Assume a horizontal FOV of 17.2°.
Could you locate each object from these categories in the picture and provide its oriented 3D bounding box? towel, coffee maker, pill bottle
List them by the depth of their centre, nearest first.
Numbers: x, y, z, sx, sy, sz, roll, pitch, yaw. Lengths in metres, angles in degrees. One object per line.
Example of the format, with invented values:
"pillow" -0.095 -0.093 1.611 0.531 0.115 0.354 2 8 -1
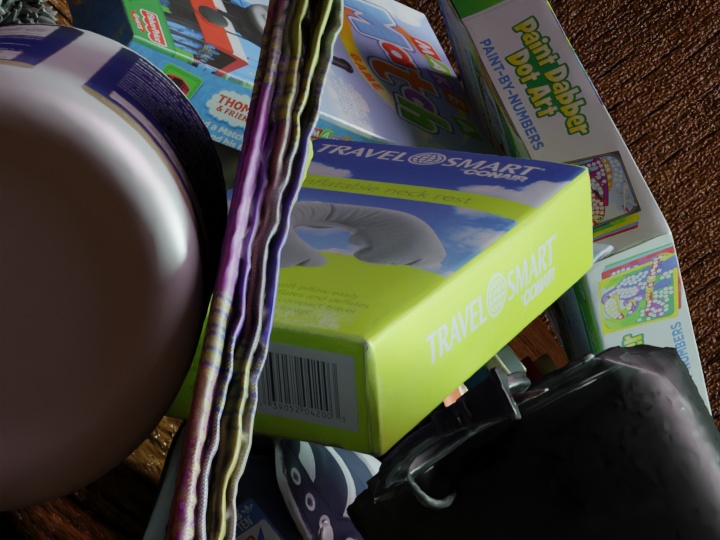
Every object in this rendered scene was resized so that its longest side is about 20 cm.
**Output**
"towel" -0.033 0.028 0.651 0.144 0.023 0.200 104 -4 -68
"pill bottle" -0.096 -0.011 0.683 0.116 0.116 0.200 52 7 -8
"coffee maker" 0.084 0.136 0.711 0.192 0.135 0.200 -4 62 -60

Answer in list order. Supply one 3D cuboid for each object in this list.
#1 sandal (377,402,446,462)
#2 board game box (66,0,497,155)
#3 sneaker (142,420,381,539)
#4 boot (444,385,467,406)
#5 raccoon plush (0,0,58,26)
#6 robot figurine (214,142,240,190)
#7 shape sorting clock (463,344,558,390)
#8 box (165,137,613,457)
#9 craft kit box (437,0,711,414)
"sandal" 0.044 0.099 1.119 0.080 0.054 0.200 17 -38 39
"board game box" -0.038 -0.097 1.054 0.200 0.037 0.151 21 29 -32
"sneaker" -0.006 0.127 0.802 0.108 0.070 0.200 37 20 -50
"boot" -0.022 0.034 1.222 0.200 0.075 0.107 44 10 -5
"raccoon plush" -0.163 -0.063 0.804 0.200 0.097 0.134 -14 79 -52
"robot figurine" -0.070 -0.054 1.116 0.169 0.113 0.200 4 39 -34
"shape sorting clock" 0.070 0.052 1.062 0.200 0.039 0.200 56 0 0
"box" 0.000 0.000 0.862 0.200 0.122 0.048 -36 129 -54
"craft kit box" 0.098 -0.017 1.064 0.200 0.048 0.198 69 2 -50
